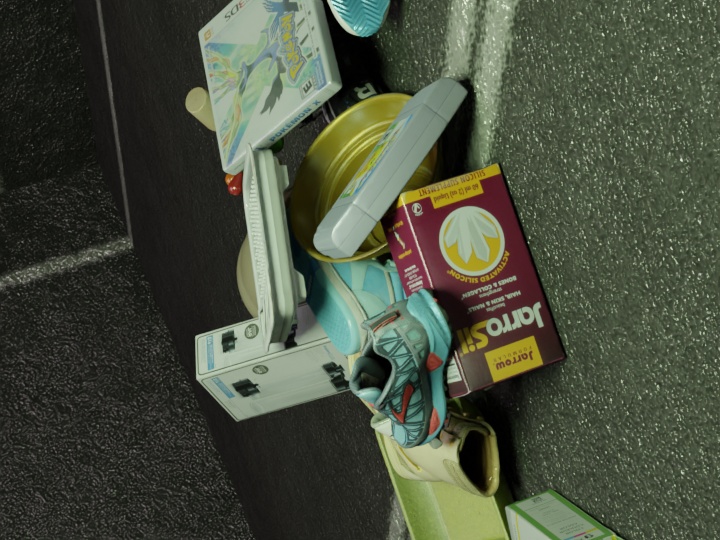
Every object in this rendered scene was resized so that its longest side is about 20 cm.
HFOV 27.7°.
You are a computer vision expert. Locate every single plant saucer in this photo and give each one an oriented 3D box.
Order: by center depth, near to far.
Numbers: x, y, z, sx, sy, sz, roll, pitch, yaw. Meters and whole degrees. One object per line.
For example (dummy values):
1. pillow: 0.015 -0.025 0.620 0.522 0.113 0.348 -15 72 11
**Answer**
1. plant saucer: 0.112 0.251 1.711 0.199 0.048 0.202 -29 79 57

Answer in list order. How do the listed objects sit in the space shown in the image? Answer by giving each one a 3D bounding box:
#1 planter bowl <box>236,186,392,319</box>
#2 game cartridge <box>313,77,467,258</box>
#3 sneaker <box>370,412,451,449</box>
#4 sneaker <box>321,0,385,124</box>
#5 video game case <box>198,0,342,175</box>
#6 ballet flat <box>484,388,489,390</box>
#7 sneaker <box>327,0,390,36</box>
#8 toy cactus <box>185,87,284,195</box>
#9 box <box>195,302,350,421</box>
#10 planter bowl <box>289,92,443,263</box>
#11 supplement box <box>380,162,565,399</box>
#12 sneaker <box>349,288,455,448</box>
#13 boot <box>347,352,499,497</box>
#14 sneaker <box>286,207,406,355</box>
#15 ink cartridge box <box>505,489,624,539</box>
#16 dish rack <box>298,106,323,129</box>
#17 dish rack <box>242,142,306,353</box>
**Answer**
1. planter bowl: -0.045 -0.026 1.740 0.135 0.199 0.201 105 144 -60
2. game cartridge: 0.027 -0.101 1.434 0.040 0.201 0.133 37 172 -12
3. sneaker: 0.060 0.081 1.500 0.074 0.088 0.202 -154 75 -73
4. sneaker: -0.010 -0.233 1.648 0.112 0.073 0.201 46 158 52
5. video game case: -0.105 -0.235 1.616 0.182 0.022 0.202 -35 55 34
6. ballet flat: 0.118 0.098 1.569 0.067 0.066 0.200 62 163 0
7. sneaker: -0.015 -0.329 1.557 0.081 0.076 0.201 89 165 -64
8. toy cactus: -0.153 -0.178 1.743 0.165 0.102 0.202 24 -121 -55
9. box: -0.080 0.101 1.700 0.117 0.198 0.061 57 -159 -50
10. planter bowl: 0.026 -0.083 1.566 0.083 0.200 0.201 34 -165 -44
11. supplement box: 0.106 0.012 1.420 0.086 0.109 0.202 150 102 -72
12. sneaker: 0.029 0.100 1.397 0.201 0.095 0.079 90 154 -44
13. boot: 0.071 0.153 1.601 0.155 0.072 0.202 7 122 56
14. sneaker: 0.000 0.000 1.619 0.201 0.130 0.080 61 151 30
15. ink cartridge box: 0.217 0.301 1.446 0.200 0.059 0.105 -154 48 -69
16. dish rack: -0.078 -0.248 1.741 0.200 0.054 0.155 -56 -47 -71
17. dish rack: -0.094 -0.024 1.572 0.172 0.043 0.202 110 151 -73
